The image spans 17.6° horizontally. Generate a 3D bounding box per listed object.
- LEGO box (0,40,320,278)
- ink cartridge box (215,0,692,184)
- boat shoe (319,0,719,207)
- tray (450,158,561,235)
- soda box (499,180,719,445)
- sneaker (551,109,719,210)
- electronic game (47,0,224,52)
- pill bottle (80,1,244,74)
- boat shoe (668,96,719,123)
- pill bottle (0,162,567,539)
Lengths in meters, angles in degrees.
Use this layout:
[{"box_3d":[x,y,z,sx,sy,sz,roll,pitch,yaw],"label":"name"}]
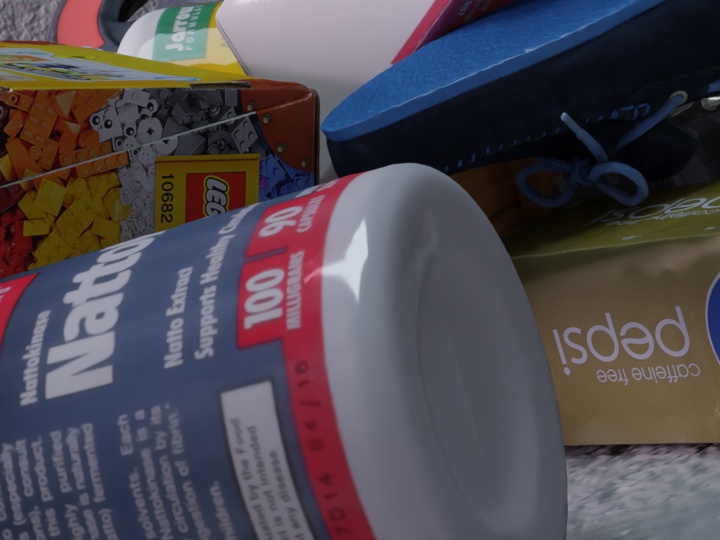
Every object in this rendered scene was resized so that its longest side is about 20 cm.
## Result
[{"box_3d":[-0.127,-0.031,0.768,0.148,0.078,0.200,-3,10,-32],"label":"LEGO box"},{"box_3d":[0.070,-0.117,0.826,0.199,0.083,0.147,-14,-27,-39],"label":"ink cartridge box"},{"box_3d":[0.088,-0.057,0.724,0.199,0.069,0.084,-21,18,-6],"label":"boat shoe"},{"box_3d":[0.019,-0.012,0.879,0.037,0.099,0.200,-14,11,37],"label":"tray"},{"box_3d":[0.116,0.010,0.676,0.068,0.064,0.199,-25,10,-37],"label":"soda box"},{"box_3d":[0.165,-0.039,0.827,0.199,0.075,0.082,-5,10,42],"label":"sneaker"},{"box_3d":[-0.068,-0.144,1.214,0.199,0.042,0.201,-12,37,9],"label":"electronic game"},{"box_3d":[-0.048,-0.069,1.074,0.199,0.114,0.113,-5,12,11],"label":"pill bottle"},{"box_3d":[0.171,-0.078,1.063,0.199,0.064,0.071,-18,9,9],"label":"boat shoe"},{"box_3d":[-0.058,0.053,0.605,0.199,0.120,0.120,-15,10,22],"label":"pill bottle"}]
